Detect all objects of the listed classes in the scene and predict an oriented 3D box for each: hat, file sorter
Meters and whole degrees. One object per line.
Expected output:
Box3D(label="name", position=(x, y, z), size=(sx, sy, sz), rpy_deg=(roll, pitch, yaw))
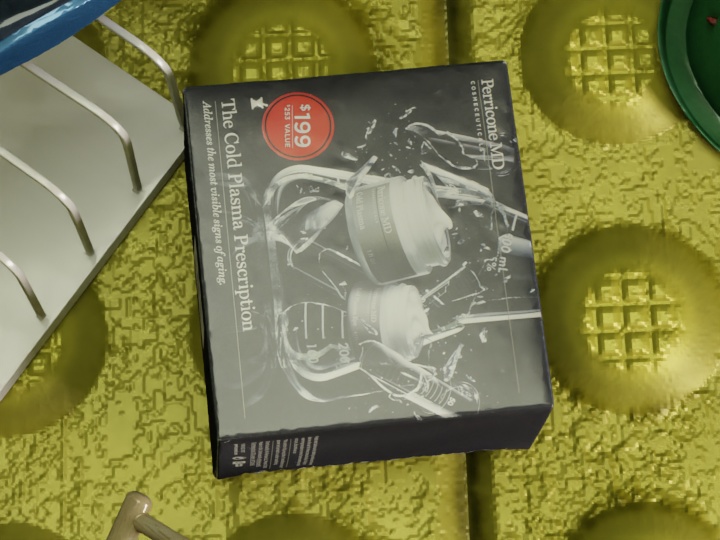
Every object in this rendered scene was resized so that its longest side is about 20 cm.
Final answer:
Box3D(label="hat", position=(0.263, -0.145, 1.300), size=(0.165, 0.176, 0.200), rpy_deg=(-33, 75, -8))
Box3D(label="file sorter", position=(-0.205, -0.058, 1.314), size=(0.138, 0.125, 0.200), rpy_deg=(34, 76, 10))

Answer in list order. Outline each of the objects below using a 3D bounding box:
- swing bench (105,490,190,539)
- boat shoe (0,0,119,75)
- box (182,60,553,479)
Box3D(label="swing bench", position=(-0.077, 0.255, 1.180), size=(0.198, 0.130, 0.201), rpy_deg=(25, 74, 33))
Box3D(label="boat shoe", position=(-0.203, -0.137, 1.227), size=(0.199, 0.084, 0.069), rpy_deg=(-28, 87, -11))
Box3D(label="box", position=(0.000, 0.000, 1.296), size=(0.181, 0.104, 0.201), rpy_deg=(-5, 74, -6))
